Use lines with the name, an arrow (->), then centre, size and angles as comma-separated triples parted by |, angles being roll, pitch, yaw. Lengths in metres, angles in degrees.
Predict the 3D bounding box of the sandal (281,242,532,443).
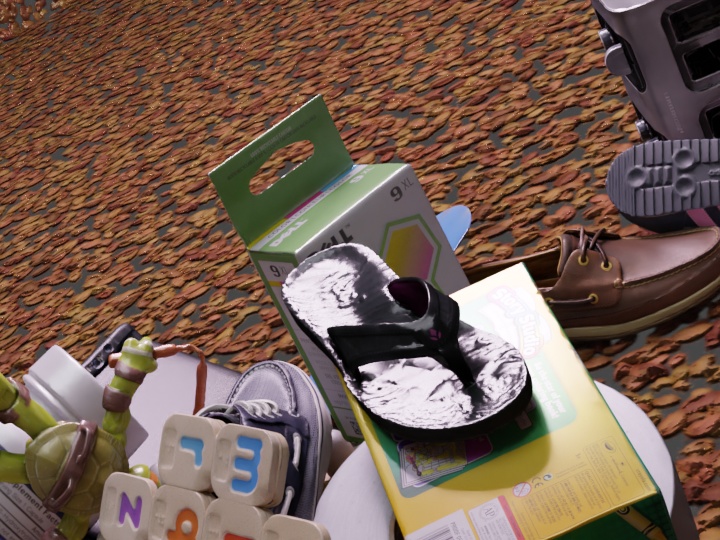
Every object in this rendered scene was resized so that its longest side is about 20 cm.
sandal -> 0.012, 0.029, 0.881 | 0.075, 0.048, 0.200 | -36, 36, -15

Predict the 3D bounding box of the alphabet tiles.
alphabet tiles -> -0.086, 0.181, 0.919 | 0.015, 0.201, 0.195 | 11, -5, -42

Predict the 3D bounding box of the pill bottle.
pill bottle -> -0.241, 0.152, 1.135 | 0.200, 0.120, 0.120 | -47, 28, -12

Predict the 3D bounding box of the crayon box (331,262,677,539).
crayon box -> 0.068, 0.091, 0.863 | 0.118, 0.058, 0.200 | -25, 36, 0

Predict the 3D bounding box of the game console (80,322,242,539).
game console -> -0.204, 0.145, 1.300 | 0.176, 0.116, 0.200 | -46, 3, 44

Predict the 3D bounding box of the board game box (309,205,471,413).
board game box -> 0.028, 0.043, 1.222 | 0.200, 0.039, 0.158 | -57, 13, -24

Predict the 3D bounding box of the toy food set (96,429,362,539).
toy food set -> -0.077, 0.152, 1.101 | 0.199, 0.061, 0.144 | -20, 23, 13

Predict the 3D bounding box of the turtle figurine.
turtle figurine -> -0.183, 0.120, 1.007 | 0.201, 0.161, 0.064 | -65, 18, 6

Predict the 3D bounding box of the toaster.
toaster -> 0.285, -0.163, 1.265 | 0.199, 0.181, 0.119 | -22, 26, 9

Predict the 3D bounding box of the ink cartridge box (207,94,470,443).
ink cartridge box -> 0.000, 0.000, 1.058 | 0.104, 0.201, 0.059 | -38, 23, -29

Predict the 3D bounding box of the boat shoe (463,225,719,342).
boat shoe -> 0.156, 0.007, 1.167 | 0.199, 0.068, 0.072 | -17, 24, 18

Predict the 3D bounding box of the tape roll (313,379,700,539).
tape roll -> 0.075, 0.146, 0.896 | 0.199, 0.066, 0.201 | -15, 37, 12

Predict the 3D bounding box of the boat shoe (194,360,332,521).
boat shoe -> -0.065, 0.100, 1.037 | 0.074, 0.093, 0.200 | -21, 35, 8

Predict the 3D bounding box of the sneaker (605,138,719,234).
sneaker -> 0.276, -0.053, 1.183 | 0.199, 0.082, 0.071 | 6, 78, 22
